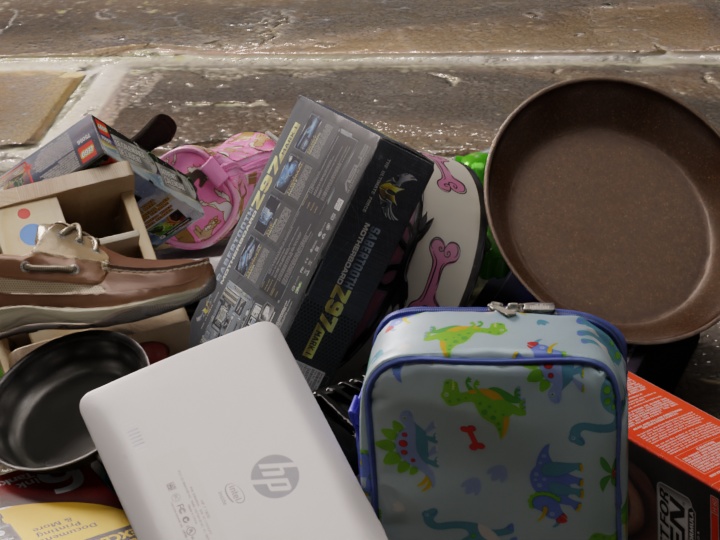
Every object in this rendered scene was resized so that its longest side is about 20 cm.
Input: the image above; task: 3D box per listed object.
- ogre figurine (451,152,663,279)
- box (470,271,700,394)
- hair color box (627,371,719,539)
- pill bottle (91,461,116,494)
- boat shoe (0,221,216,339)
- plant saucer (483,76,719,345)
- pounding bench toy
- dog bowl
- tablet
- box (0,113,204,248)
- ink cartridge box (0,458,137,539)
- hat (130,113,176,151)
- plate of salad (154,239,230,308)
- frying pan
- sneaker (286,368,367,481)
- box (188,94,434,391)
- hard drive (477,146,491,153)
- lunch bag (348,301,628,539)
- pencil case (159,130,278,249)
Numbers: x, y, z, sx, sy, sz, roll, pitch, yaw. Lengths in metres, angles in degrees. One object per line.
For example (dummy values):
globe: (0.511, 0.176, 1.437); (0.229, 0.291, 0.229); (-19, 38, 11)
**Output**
ogre figurine: (0.139, -0.053, 1.617); (0.199, 0.099, 0.120); (-30, 49, -15)
box: (0.149, 0.054, 1.580); (0.140, 0.080, 0.200); (3, 26, 20)
hair color box: (0.183, 0.134, 1.378); (0.061, 0.102, 0.200); (-19, 28, -29)
pill bottle: (-0.082, 0.151, 1.371); (0.110, 0.112, 0.200); (-16, 27, -23)
boat shoe: (-0.192, 0.003, 1.451); (0.198, 0.073, 0.076); (-7, -1, -12)
plant saucer: (0.175, -0.036, 1.533); (0.198, 0.037, 0.202); (6, 64, -12)
pounding bench toy: (-0.201, 0.055, 1.594); (0.123, 0.201, 0.157); (-14, 60, -16)
dog bowl: (0.000, 0.000, 1.568); (0.073, 0.201, 0.200); (27, 13, -26)
tablet: (-0.068, 0.129, 1.284); (0.129, 0.014, 0.201); (-22, 61, -13)
box: (-0.231, -0.024, 1.644); (0.199, 0.137, 0.040); (-32, 61, 15)
ink cartridge box: (-0.219, 0.203, 1.317); (0.199, 0.085, 0.175); (-17, 28, -25)
hat: (-0.209, -0.036, 1.787); (0.200, 0.081, 0.201); (-36, -1, -1)
plate of salad: (-0.104, 0.006, 1.743); (0.198, 0.049, 0.200); (-6, 5, 1)
frying pan: (-0.152, 0.092, 1.376); (0.189, 0.031, 0.115); (16, 54, 36)
sneaker: (0.008, 0.077, 1.409); (0.073, 0.112, 0.200); (40, 4, 19)
box: (-0.039, -0.007, 1.506); (0.051, 0.201, 0.158); (25, 3, -26)
hard drive: (0.069, -0.067, 1.786); (0.139, 0.033, 0.200); (-20, 2, 24)
lunch bag: (0.076, 0.119, 1.309); (0.159, 0.202, 0.083); (-1, 25, 7)
pencil case: (-0.110, -0.066, 1.800); (0.082, 0.087, 0.200); (14, 11, 13)
